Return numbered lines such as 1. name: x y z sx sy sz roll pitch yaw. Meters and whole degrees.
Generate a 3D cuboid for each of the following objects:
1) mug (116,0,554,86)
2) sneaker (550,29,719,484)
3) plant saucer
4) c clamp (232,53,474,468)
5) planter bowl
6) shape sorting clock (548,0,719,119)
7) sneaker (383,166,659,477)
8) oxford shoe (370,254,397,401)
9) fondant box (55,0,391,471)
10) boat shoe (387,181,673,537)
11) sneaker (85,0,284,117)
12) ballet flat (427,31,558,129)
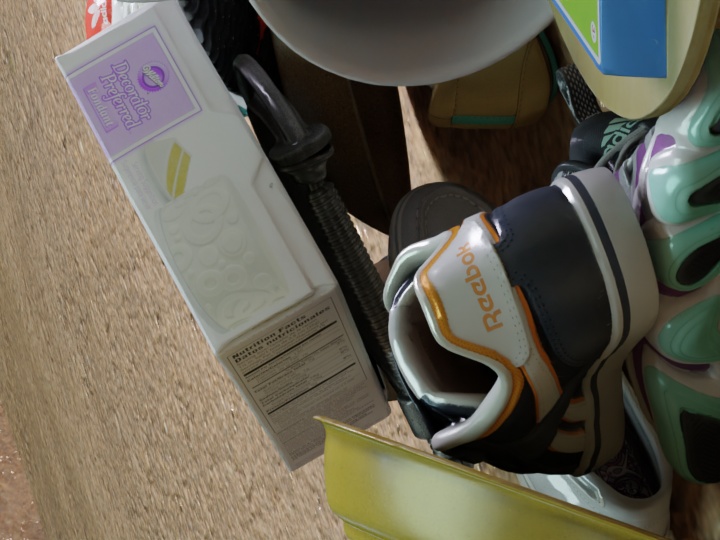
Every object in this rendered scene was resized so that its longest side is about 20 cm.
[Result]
1. mug: -0.021 -0.161 0.905 0.176 0.199 0.148 -118 3 -59
2. sneaker: 0.103 -0.038 0.792 0.201 0.077 0.140 92 157 -44
3. plant saucer: -0.014 -0.108 1.084 0.200 0.035 0.201 -12 -90 -83
4. c clamp: 0.000 0.000 0.993 0.201 0.027 0.171 63 177 -14
5. planter bowl: 0.064 0.122 0.812 0.200 0.199 0.084 -177 107 -74
6. shape sorting clock: 0.074 -0.145 0.691 0.200 0.039 0.201 173 90 -84
7. sneaker: 0.048 0.027 0.806 0.200 0.079 0.079 87 161 -67
8. oxford shoe: 0.005 0.032 1.188 0.200 0.084 0.073 162 93 -76
9. fondant box: -0.053 -0.010 0.989 0.145 0.058 0.200 60 176 19
10. boat shoe: 0.071 0.033 0.978 0.069 0.072 0.201 104 149 -54
11. sneaker: -0.090 -0.115 1.070 0.200 0.093 0.071 46 -128 -74
12. ballet flat: 0.023 -0.141 1.014 0.069 0.063 0.201 97 155 -50
